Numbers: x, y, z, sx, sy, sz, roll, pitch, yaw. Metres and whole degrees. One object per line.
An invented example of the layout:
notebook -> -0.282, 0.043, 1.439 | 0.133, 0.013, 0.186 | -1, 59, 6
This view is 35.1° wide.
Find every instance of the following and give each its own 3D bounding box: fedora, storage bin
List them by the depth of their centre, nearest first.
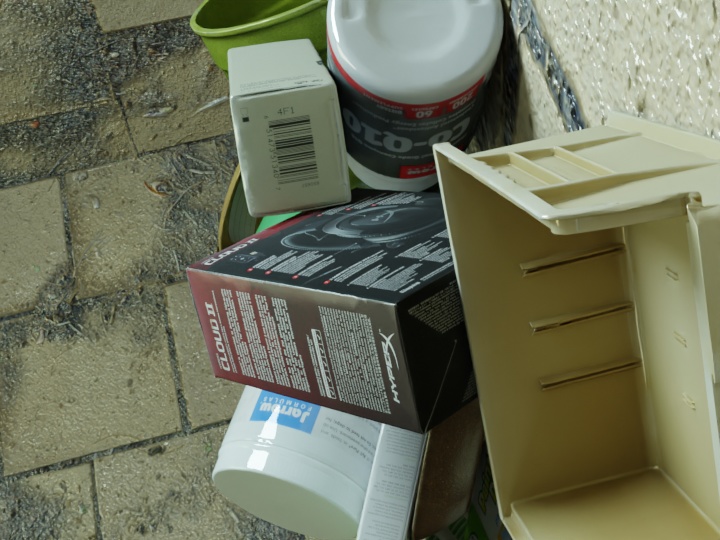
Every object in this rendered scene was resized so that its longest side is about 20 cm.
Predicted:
storage bin -> 0.110, 0.048, 0.482 | 0.199, 0.093, 0.203 | -118, 17, -75
fedora -> -0.070, -0.080, 1.161 | 0.202, 0.081, 0.201 | -60, -12, -22

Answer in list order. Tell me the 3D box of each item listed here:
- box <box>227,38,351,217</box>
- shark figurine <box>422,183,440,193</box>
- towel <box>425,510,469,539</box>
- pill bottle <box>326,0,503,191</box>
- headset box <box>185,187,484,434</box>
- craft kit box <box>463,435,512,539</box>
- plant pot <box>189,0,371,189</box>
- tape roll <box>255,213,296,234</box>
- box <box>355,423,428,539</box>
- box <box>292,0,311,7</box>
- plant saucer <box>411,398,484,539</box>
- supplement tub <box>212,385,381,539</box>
box -> -0.053, -0.105, 0.786 | 0.200, 0.067, 0.083 | -108, 10, -69
shark figurine -> 0.045, -0.039, 1.086 | 0.215, 0.088, 0.130 | 100, 158, -73
towel -> 0.099, 0.266, 0.900 | 0.153, 0.023, 0.200 | 50, -164, -1
pill bottle -> 0.033, -0.131, 0.798 | 0.200, 0.112, 0.115 | 92, 164, -73
headset box -> 0.007, 0.012, 0.665 | 0.199, 0.148, 0.078 | 6, 116, 46
craft kit box -> 0.123, 0.197, 0.763 | 0.198, 0.048, 0.202 | -104, 17, -56
plant pot -> -0.018, -0.166, 0.986 | 0.201, 0.198, 0.194 | -112, -1, -63
tape roll -> 0.000, 0.000, 1.025 | 0.201, 0.198, 0.049 | 88, -155, -67
box -> 0.031, 0.141, 0.818 | 0.144, 0.036, 0.202 | 71, -148, -75
box -> -0.021, -0.258, 1.117 | 0.141, 0.078, 0.202 | -74, -26, -69
plant saucer -> 0.073, 0.092, 0.794 | 0.200, 0.036, 0.203 | 11, -90, -83
supplement tub -> -0.026, 0.099, 0.923 | 0.132, 0.130, 0.202 | 85, -157, -59
